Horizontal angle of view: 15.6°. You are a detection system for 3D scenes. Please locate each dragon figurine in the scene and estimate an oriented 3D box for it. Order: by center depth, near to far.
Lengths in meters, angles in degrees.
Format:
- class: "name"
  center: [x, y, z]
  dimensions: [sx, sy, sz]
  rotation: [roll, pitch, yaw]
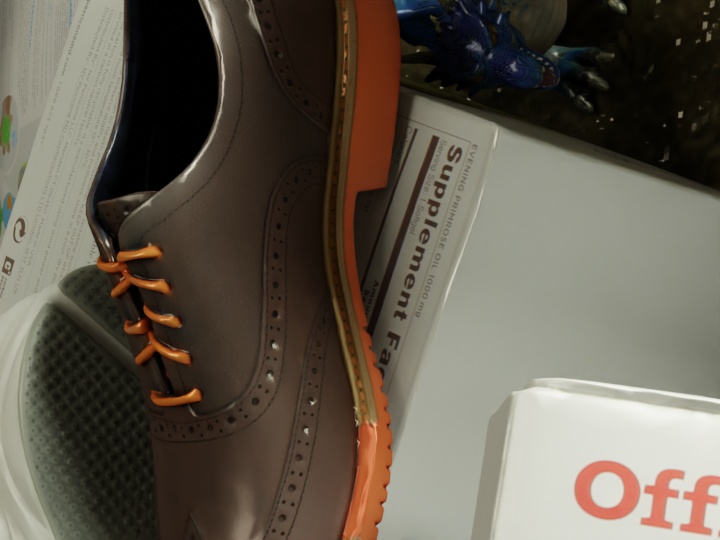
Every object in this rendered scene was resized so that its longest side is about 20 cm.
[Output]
- class: "dragon figurine"
  center: [0.012, -0.089, 0.765]
  dimensions: [0.200, 0.099, 0.059]
  rotation: [27, 99, 51]

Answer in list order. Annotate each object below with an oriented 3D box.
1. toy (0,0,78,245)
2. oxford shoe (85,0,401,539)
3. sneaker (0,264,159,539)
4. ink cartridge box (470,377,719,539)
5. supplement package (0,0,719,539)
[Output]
- class: "toy"
  center: [-0.097, -0.053, 0.922]
  dimensions: [0.200, 0.047, 0.116]
  rotation: [-14, 76, 58]
- class: "oxford shoe"
  center: [-0.039, 0.014, 0.637]
  dimensions: [0.071, 0.072, 0.201]
  rotation: [-13, 71, 46]
- class: "sneaker"
  center: [-0.083, 0.103, 0.688]
  dimensions: [0.080, 0.070, 0.201]
  rotation: [-14, 68, 53]
- class: "ink cartridge box"
  center: [0.086, 0.135, 0.555]
  dimensions: [0.086, 0.146, 0.201]
  rotation: [97, -178, -81]
- class: "supplement package"
  center: [0.000, 0.000, 0.741]
  dimensions: [0.200, 0.113, 0.110]
  rotation: [24, 98, 50]
